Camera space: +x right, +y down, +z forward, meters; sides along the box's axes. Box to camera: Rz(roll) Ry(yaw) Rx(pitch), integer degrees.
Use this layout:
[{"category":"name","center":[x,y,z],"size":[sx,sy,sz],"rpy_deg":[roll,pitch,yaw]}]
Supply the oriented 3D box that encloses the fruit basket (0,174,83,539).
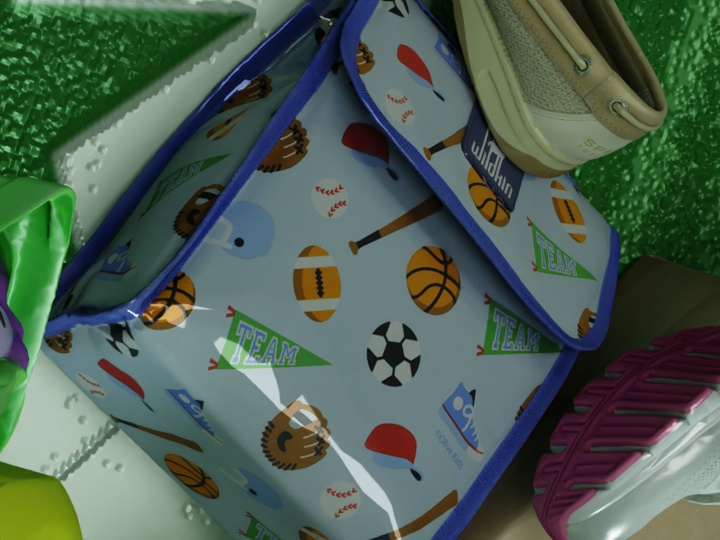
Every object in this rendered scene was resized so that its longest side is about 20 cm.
[{"category":"fruit basket","center":[-0.161,0.070,0.919],"size":[0.215,0.216,0.156],"rpy_deg":[2,129,-21]}]

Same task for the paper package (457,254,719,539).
[{"category":"paper package","center":[0.126,0.126,1.116],"size":[0.200,0.103,0.191],"rpy_deg":[-44,110,-11]}]

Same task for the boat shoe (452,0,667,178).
[{"category":"boat shoe","center":[0.060,-0.139,1.042],"size":[0.073,0.063,0.201],"rpy_deg":[-9,79,-53]}]

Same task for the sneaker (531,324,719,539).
[{"category":"sneaker","center":[0.159,0.058,1.020],"size":[0.200,0.081,0.088],"rpy_deg":[-31,106,-14]}]

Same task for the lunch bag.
[{"category":"lunch bag","center":[0.000,0.000,1.043],"size":[0.170,0.124,0.200],"rpy_deg":[48,63,-20]}]
